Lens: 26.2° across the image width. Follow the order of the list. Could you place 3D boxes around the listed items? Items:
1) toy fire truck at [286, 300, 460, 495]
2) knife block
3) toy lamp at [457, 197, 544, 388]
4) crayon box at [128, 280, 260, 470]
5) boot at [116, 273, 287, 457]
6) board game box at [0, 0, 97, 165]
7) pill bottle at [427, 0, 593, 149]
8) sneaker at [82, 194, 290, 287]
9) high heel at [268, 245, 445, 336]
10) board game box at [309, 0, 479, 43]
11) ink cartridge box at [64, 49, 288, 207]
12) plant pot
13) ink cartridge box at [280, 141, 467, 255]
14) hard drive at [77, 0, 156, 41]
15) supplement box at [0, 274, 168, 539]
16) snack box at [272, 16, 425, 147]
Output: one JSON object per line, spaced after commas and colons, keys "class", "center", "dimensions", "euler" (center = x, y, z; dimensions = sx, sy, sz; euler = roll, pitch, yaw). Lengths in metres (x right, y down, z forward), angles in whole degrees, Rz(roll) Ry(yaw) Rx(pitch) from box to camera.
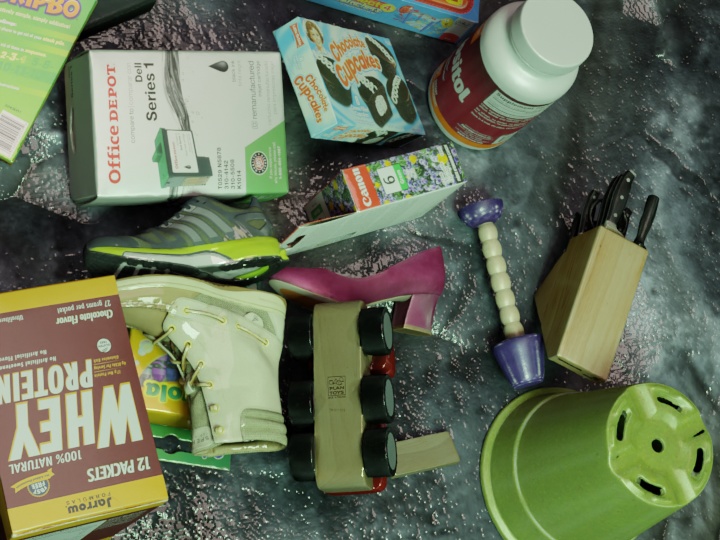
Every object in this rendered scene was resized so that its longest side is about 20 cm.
{"class": "toy fire truck", "center": [0.016, 0.134, 1.513], "dimensions": [0.128, 0.200, 0.177], "euler": [-6, 73, 12]}
{"class": "knife block", "center": [0.257, -0.003, 1.620], "dimensions": [0.064, 0.176, 0.200], "euler": [26, 25, -13]}
{"class": "toy lamp", "center": [0.151, 0.025, 1.640], "dimensions": [0.058, 0.058, 0.201], "euler": [-9, 75, -26]}
{"class": "crayon box", "center": [-0.167, 0.081, 1.481], "dimensions": [0.125, 0.052, 0.201], "euler": [11, 69, -20]}
{"class": "boot", "center": [-0.156, 0.089, 1.410], "dimensions": [0.199, 0.072, 0.156], "euler": [8, 69, -30]}
{"class": "board game box", "center": [-0.334, -0.212, 1.494], "dimensions": [0.095, 0.030, 0.201], "euler": [28, 81, -13]}
{"class": "pill bottle", "center": [0.160, -0.214, 1.643], "dimensions": [0.112, 0.200, 0.114], "euler": [8, 69, -22]}
{"class": "sneaker", "center": [-0.168, -0.026, 1.457], "dimensions": [0.199, 0.074, 0.081], "euler": [-3, 62, -31]}
{"class": "high heel", "center": [0.000, 0.000, 1.569], "dimensions": [0.199, 0.067, 0.096], "euler": [15, 77, -25]}
{"class": "board game box", "center": [0.039, -0.375, 1.727], "dimensions": [0.199, 0.056, 0.197], "euler": [12, 68, -20]}
{"class": "ink cartridge box", "center": [-0.180, -0.139, 1.515], "dimensions": [0.199, 0.084, 0.147], "euler": [-4, 89, -26]}
{"class": "plant pot", "center": [0.252, 0.193, 1.551], "dimensions": [0.199, 0.190, 0.201], "euler": [8, 69, -22]}
{"class": "ink cartridge box", "center": [-0.002, -0.071, 1.573], "dimensions": [0.199, 0.109, 0.051], "euler": [-16, 80, -28]}
{"class": "hard drive", "center": [-0.314, -0.329, 1.566], "dimensions": [0.139, 0.033, 0.201], "euler": [-29, 86, -29]}
{"class": "supplement box", "center": [-0.275, 0.134, 1.328], "dimensions": [0.132, 0.200, 0.198], "euler": [-10, 77, -27]}
{"class": "snack box", "center": [-0.009, -0.191, 1.593], "dimensions": [0.200, 0.037, 0.117], "euler": [-3, 71, -62]}
